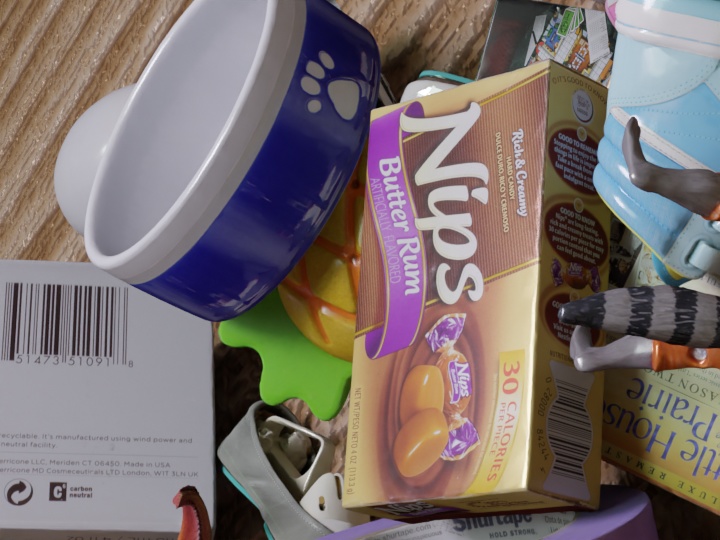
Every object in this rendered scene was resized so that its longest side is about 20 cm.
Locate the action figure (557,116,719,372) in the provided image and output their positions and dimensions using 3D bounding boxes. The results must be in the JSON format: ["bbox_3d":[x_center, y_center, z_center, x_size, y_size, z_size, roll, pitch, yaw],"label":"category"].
[{"bbox_3d":[0.177,0.048,0.750,0.105,0.193,0.201,-43,-31,-62],"label":"action figure"}]

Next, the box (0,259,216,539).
[{"bbox_3d":[-0.198,0.108,1.228,0.131,0.198,0.201,105,164,-57],"label":"box"}]

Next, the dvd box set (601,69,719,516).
[{"bbox_3d":[0.157,-0.001,0.862,0.146,0.029,0.201,23,95,27],"label":"dvd box set"}]

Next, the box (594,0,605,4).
[{"bbox_3d":[0.069,-0.241,1.100,0.200,0.124,0.098,35,103,57],"label":"box"}]

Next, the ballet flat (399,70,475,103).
[{"bbox_3d":[0.106,-0.054,0.944,0.199,0.069,0.070,13,83,27],"label":"ballet flat"}]

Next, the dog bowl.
[{"bbox_3d":[-0.076,-0.074,1.074,0.200,0.079,0.201,-45,29,33],"label":"dog bowl"}]

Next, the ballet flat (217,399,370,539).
[{"bbox_3d":[-0.031,0.137,1.110,0.064,0.067,0.200,-56,34,7],"label":"ballet flat"}]

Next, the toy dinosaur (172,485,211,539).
[{"bbox_3d":[-0.120,0.229,1.124,0.181,0.200,0.105,-34,22,9],"label":"toy dinosaur"}]

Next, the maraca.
[{"bbox_3d":[0.000,0.000,1.077,0.200,0.107,0.137,-40,77,22],"label":"maraca"}]

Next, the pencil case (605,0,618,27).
[{"bbox_3d":[0.204,-0.176,0.898,0.200,0.086,0.083,-51,56,28],"label":"pencil case"}]

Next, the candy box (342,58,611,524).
[{"bbox_3d":[0.056,0.013,0.863,0.116,0.056,0.201,-11,69,44],"label":"candy box"}]

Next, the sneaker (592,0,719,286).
[{"bbox_3d":[0.194,-0.042,0.797,0.199,0.079,0.131,19,107,17],"label":"sneaker"}]

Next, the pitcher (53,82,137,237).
[{"bbox_3d":[-0.125,-0.061,1.328,0.199,0.121,0.173,-20,72,38],"label":"pitcher"}]

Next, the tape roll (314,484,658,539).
[{"bbox_3d":[0.043,0.163,0.839,0.200,0.199,0.085,-9,94,55],"label":"tape roll"}]

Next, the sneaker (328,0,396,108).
[{"bbox_3d":[0.002,-0.082,1.183,0.074,0.088,0.201,-21,71,15],"label":"sneaker"}]

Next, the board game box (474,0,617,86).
[{"bbox_3d":[0.098,-0.044,0.992,0.104,0.023,0.201,14,83,18],"label":"board game box"}]
